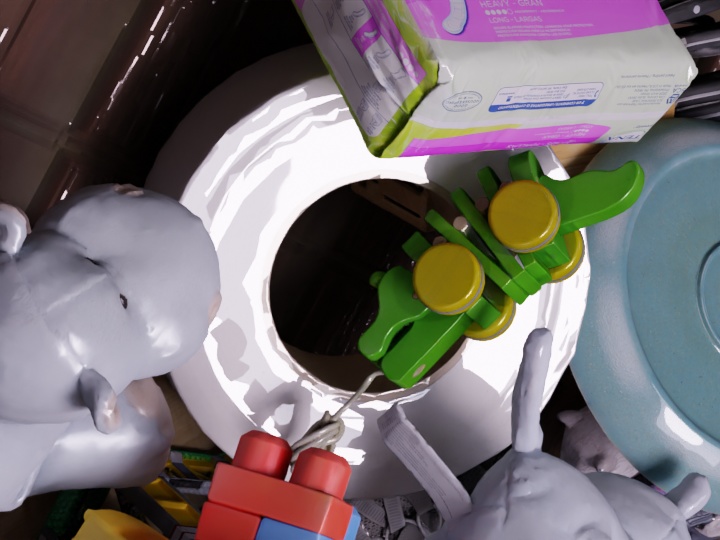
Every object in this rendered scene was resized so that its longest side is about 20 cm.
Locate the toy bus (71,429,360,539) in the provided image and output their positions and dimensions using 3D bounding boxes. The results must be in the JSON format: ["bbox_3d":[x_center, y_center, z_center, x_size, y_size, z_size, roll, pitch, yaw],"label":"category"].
[{"bbox_3d":[-0.075,0.158,1.112,0.136,0.200,0.192,32,70,-66],"label":"toy bus"}]

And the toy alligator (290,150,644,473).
[{"bbox_3d":[0.033,0.006,1.176,0.200,0.054,0.059,-40,155,5],"label":"toy alligator"}]

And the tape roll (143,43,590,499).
[{"bbox_3d":[0.000,0.000,1.227,0.202,0.071,0.203,-4,104,-14],"label":"tape roll"}]

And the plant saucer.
[{"bbox_3d":[0.181,0.018,1.312,0.200,0.027,0.200,11,69,-31],"label":"plant saucer"}]

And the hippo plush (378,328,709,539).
[{"bbox_3d":[0.080,0.150,1.208,0.159,0.200,0.161,-29,169,18],"label":"hippo plush"}]

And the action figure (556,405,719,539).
[{"bbox_3d":[0.133,0.106,1.408,0.200,0.105,0.193,-17,161,15],"label":"action figure"}]

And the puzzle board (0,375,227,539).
[{"bbox_3d":[-0.125,0.069,1.264,0.200,0.017,0.151,-34,127,-22],"label":"puzzle board"}]

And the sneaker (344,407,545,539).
[{"bbox_3d":[0.019,0.123,1.356,0.075,0.082,0.200,26,93,-42],"label":"sneaker"}]

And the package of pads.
[{"bbox_3d":[0.034,-0.143,1.175,0.154,0.200,0.068,-6,148,-37],"label":"package of pads"}]

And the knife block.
[{"bbox_3d":[0.112,-0.074,1.349,0.200,0.064,0.176,-54,131,-5],"label":"knife block"}]

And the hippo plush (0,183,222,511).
[{"bbox_3d":[-0.148,0.018,1.092,0.200,0.159,0.161,-27,165,-38],"label":"hippo plush"}]

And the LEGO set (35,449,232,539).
[{"bbox_3d":[-0.083,0.174,1.255,0.154,0.116,0.200,24,101,-50],"label":"LEGO set"}]
